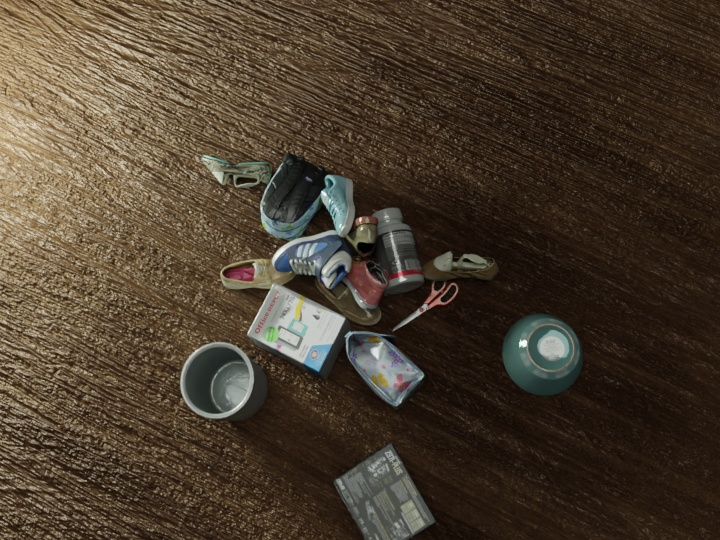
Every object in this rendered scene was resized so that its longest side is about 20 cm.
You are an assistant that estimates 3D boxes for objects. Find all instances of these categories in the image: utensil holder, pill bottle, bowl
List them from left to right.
[{"bbox_3d":[-0.314,0.272,1.617,0.167,0.200,0.172,-1,74,3],"label":"utensil holder"},{"bbox_3d":[0.087,-0.051,1.723,0.109,0.111,0.203,-13,74,0],"label":"pill bottle"},{"bbox_3d":[0.445,0.192,1.637,0.198,0.105,0.204,-1,74,4],"label":"bowl"}]

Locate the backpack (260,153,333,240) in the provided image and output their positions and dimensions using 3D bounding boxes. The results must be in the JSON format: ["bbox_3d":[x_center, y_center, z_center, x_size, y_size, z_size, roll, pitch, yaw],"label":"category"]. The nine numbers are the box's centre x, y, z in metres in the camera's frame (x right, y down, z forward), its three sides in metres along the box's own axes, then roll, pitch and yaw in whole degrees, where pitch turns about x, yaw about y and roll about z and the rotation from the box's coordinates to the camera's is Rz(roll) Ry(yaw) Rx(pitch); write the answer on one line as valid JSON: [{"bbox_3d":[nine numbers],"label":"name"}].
[{"bbox_3d":[-0.176,-0.178,1.767,0.162,0.155,0.201,25,49,3],"label":"backpack"}]

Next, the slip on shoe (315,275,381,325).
[{"bbox_3d":[-0.034,0.066,1.726,0.199,0.061,0.076,40,81,13],"label":"slip on shoe"}]

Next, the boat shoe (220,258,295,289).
[{"bbox_3d":[-0.263,0.007,1.753,0.197,0.069,0.075,-10,73,0],"label":"boat shoe"}]

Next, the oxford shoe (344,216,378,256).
[{"bbox_3d":[-0.004,-0.066,1.689,0.069,0.200,0.076,1,72,-10],"label":"oxford shoe"}]

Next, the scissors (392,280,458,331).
[{"bbox_3d":[0.168,0.098,1.727,0.073,0.014,0.200,39,79,11],"label":"scissors"}]

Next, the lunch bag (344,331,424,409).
[{"bbox_3d":[0.052,0.221,1.621,0.200,0.170,0.127,41,82,14],"label":"lunch bag"}]

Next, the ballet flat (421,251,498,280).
[{"bbox_3d":[0.249,-0.014,1.719,0.197,0.073,0.068,4,51,6],"label":"ballet flat"}]

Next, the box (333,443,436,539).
[{"bbox_3d":[0.055,0.530,1.579,0.163,0.086,0.201,-31,75,-5],"label":"box"}]

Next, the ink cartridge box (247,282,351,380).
[{"bbox_3d":[-0.147,0.150,1.666,0.198,0.146,0.148,25,77,10],"label":"ink cartridge box"}]

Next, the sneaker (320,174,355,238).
[{"bbox_3d":[-0.063,-0.162,1.696,0.081,0.074,0.201,14,41,-18],"label":"sneaker"}]

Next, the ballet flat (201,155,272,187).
[{"bbox_3d":[-0.338,-0.263,1.840,0.197,0.068,0.076,8,91,4],"label":"ballet flat"}]

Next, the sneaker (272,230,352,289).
[{"bbox_3d":[-0.116,-0.008,1.672,0.198,0.081,0.148,-21,48,4],"label":"sneaker"}]

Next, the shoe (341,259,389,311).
[{"bbox_3d":[0.000,0.000,1.699,0.201,0.071,0.091,55,127,35],"label":"shoe"}]
